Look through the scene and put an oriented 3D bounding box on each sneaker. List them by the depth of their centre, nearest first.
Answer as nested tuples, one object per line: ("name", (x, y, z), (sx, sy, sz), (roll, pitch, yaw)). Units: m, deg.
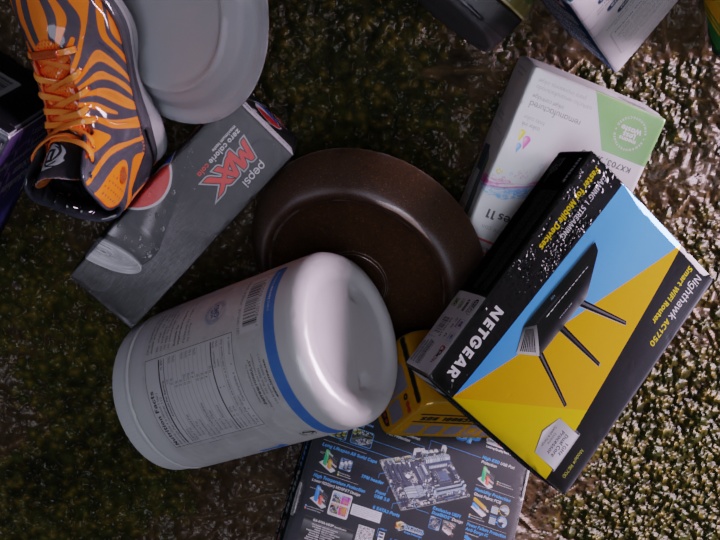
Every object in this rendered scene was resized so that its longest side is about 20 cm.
("sneaker", (-0.198, -0.117, 0.683), (0.076, 0.113, 0.202), (-1, 136, 21))

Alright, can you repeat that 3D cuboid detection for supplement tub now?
("supplement tub", (-0.082, 0.074, 0.768), (0.198, 0.132, 0.133), (-20, 111, 34))

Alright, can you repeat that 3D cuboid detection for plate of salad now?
("plate of salad", (-0.139, -0.205, 0.710), (0.197, 0.048, 0.203), (19, 127, 27))

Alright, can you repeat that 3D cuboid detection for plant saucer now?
("plant saucer", (0.000, 0.000, 0.789), (0.196, 0.035, 0.203), (10, 129, 13))

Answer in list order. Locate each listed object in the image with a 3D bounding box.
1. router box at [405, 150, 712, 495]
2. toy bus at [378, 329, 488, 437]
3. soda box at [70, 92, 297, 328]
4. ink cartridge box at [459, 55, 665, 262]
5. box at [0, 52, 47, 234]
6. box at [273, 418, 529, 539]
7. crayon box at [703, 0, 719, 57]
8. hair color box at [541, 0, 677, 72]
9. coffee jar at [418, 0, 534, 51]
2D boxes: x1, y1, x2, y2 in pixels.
("router box", (0.149, 0.037, 0.732), (0.149, 0.051, 0.201), (40, 83, -19))
("toy bus", (0.111, 0.096, 0.814), (0.197, 0.066, 0.078), (8, 142, -34))
("soda box", (-0.141, -0.052, 0.794), (0.071, 0.064, 0.200), (41, 104, -14))
("ink cartridge box", (0.144, -0.053, 0.795), (0.115, 0.068, 0.203), (18, 109, -8))
("box", (-0.325, -0.059, 0.745), (0.103, 0.148, 0.202), (28, 108, -11))
("box", (0.040, 0.190, 0.848), (0.196, 0.046, 0.162), (19, 73, -8))
("crayon box", (0.284, -0.201, 0.674), (0.050, 0.201, 0.129), (-16, 109, 5))
("hair color box", (0.171, -0.210, 0.670), (0.060, 0.199, 0.100), (44, 104, 17))
("coffee jar", (0.117, -0.264, 0.710), (0.104, 0.086, 0.201), (36, 105, -13))
